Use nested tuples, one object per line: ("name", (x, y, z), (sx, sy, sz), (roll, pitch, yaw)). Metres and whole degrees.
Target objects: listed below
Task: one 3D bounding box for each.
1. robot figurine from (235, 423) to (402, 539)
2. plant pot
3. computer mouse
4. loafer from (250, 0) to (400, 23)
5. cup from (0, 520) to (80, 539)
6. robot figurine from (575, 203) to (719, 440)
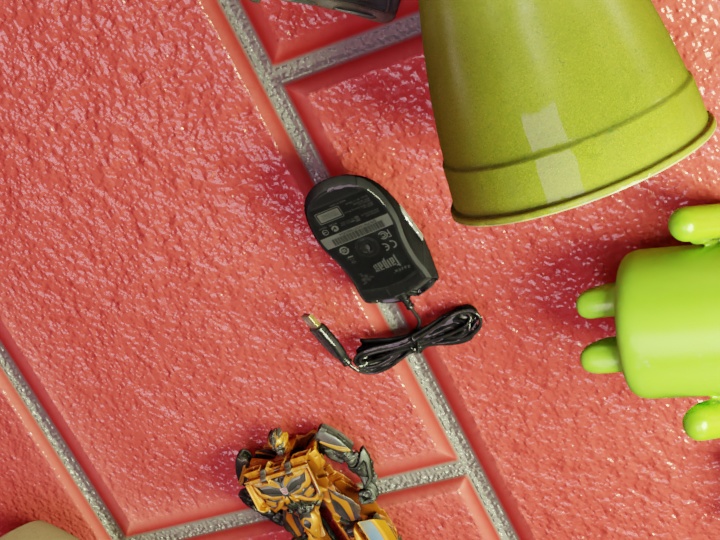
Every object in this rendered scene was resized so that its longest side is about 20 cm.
("robot figurine", (-0.033, 0.231, 1.526), (0.144, 0.058, 0.201), (-21, 113, 27))
("plant pot", (0.125, -0.161, 1.156), (0.199, 0.200, 0.195), (-14, 106, 26))
("computer mouse", (0.000, 0.000, 1.379), (0.140, 0.046, 0.200), (-25, 122, 25))
("loafer", (-0.065, -0.220, 1.245), (0.198, 0.072, 0.063), (7, 130, 12))
("cup", (-0.319, 0.334, 1.628), (0.200, 0.200, 0.144), (-44, 75, 35))
("robot figurine", (0.268, 0.038, 1.265), (0.198, 0.116, 0.178), (-4, 90, 22))
